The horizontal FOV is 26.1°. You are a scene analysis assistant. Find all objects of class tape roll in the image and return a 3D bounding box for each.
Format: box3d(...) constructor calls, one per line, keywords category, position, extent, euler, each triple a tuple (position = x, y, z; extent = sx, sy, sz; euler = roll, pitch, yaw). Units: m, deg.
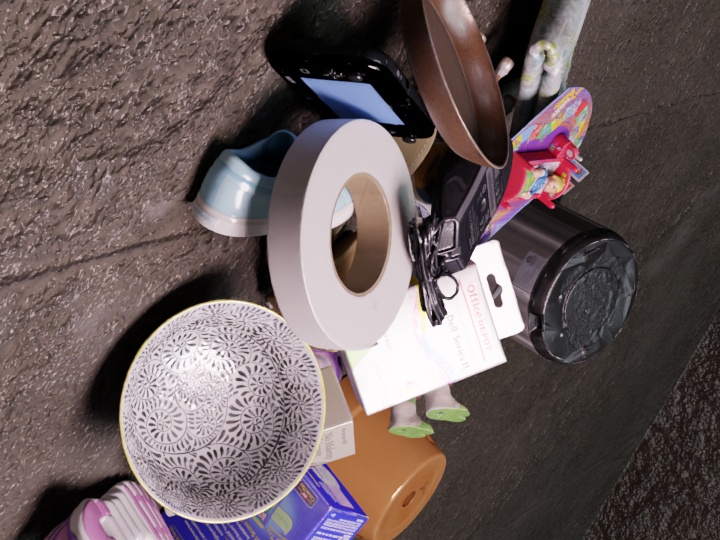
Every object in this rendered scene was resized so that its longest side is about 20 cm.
box3d(category="tape roll", position=(-0.013, -0.030, 1.345), extent=(0.203, 0.037, 0.204), euler=(-11, 102, -60))

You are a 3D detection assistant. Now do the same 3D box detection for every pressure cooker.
box3d(category="pressure cooker", position=(0.214, -0.001, 1.875), extent=(0.176, 0.200, 0.179), euler=(-35, 130, -23))

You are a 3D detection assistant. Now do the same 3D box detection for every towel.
box3d(category="towel", position=(0.202, -0.219, 1.634), extent=(0.200, 0.048, 0.172), euler=(96, 11, -51))

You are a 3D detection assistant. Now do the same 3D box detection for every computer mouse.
box3d(category="computer mouse", position=(0.086, -0.060, 1.458), extent=(0.200, 0.053, 0.139), euler=(-58, 153, -36))

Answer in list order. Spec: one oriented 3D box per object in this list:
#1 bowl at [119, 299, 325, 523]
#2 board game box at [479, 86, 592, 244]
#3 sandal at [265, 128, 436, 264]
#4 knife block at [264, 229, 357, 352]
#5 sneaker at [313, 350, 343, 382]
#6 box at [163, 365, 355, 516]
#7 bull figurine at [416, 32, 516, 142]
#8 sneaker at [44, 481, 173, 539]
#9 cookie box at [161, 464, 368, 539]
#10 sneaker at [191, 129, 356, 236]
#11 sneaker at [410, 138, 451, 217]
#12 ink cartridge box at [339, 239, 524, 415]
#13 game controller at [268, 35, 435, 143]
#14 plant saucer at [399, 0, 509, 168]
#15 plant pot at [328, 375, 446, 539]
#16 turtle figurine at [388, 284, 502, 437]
box3d(category="bowl", position=(-0.141, 0.125, 1.422), extent=(0.201, 0.201, 0.094), euler=(-45, -159, -20))
box3d(category="board game box", position=(0.185, -0.098, 1.602), extent=(0.200, 0.039, 0.158), euler=(-42, 156, -17))
box3d(category="sandal", position=(-0.015, -0.084, 1.481), extent=(0.212, 0.078, 0.070), euler=(-48, -171, 4))
box3d(category="knife block", position=(0.000, 0.000, 1.497), extent=(0.175, 0.064, 0.200), euler=(-39, -171, -13))
box3d(category="sneaker", position=(-0.066, 0.091, 1.604), extent=(0.089, 0.080, 0.200), euler=(-64, 156, -15))
box3d(category="box", position=(-0.108, 0.167, 1.516), extent=(0.199, 0.069, 0.082), euler=(-18, 150, -7))
box3d(category="bull figurine", position=(0.107, -0.164, 1.581), extent=(0.122, 0.065, 0.200), euler=(-53, 164, -19))
box3d(category="sneaker", position=(-0.246, 0.258, 1.467), extent=(0.088, 0.081, 0.200), euler=(-36, 169, 10))
box3d(category="cookie box", position=(-0.114, 0.269, 1.604), extent=(0.200, 0.171, 0.075), euler=(-51, 141, 11))
box3d(category="sneaker", position=(-0.055, -0.082, 1.350), extent=(0.200, 0.074, 0.082), euler=(-18, 142, -51))
box3d(category="sneaker", position=(0.067, -0.091, 1.575), extent=(0.075, 0.088, 0.200), euler=(-54, 153, -13))
box3d(category="ink cartridge box", position=(0.075, 0.056, 1.614), extent=(0.199, 0.118, 0.067), euler=(-21, -164, -6))
box3d(category="game controller", position=(-0.004, -0.152, 1.328), extent=(0.200, 0.104, 0.042), euler=(38, 52, -68))
box3d(category="plant saucer", position=(0.081, -0.182, 1.394), extent=(0.034, 0.201, 0.200), euler=(-18, 167, 18))
box3d(category="plant pot", position=(0.009, 0.237, 1.881), extent=(0.200, 0.140, 0.200), euler=(-42, 155, -25))
box3d(category="turtle figurine", position=(0.089, 0.087, 1.745), extent=(0.200, 0.143, 0.195), euler=(51, 33, -60))
